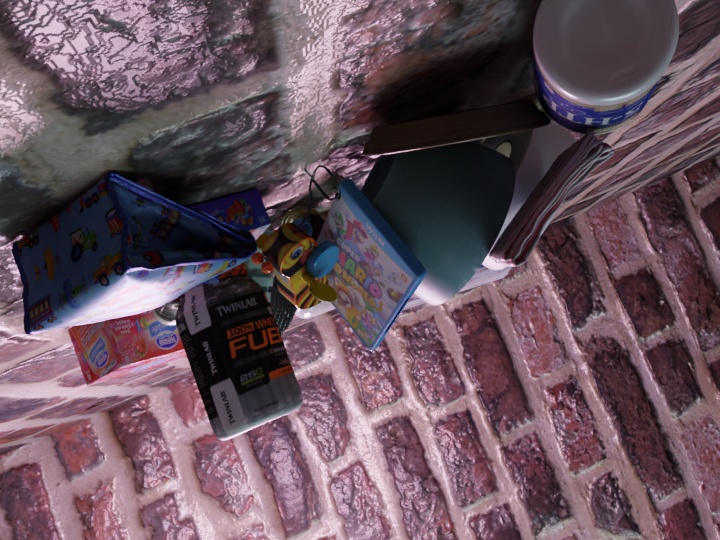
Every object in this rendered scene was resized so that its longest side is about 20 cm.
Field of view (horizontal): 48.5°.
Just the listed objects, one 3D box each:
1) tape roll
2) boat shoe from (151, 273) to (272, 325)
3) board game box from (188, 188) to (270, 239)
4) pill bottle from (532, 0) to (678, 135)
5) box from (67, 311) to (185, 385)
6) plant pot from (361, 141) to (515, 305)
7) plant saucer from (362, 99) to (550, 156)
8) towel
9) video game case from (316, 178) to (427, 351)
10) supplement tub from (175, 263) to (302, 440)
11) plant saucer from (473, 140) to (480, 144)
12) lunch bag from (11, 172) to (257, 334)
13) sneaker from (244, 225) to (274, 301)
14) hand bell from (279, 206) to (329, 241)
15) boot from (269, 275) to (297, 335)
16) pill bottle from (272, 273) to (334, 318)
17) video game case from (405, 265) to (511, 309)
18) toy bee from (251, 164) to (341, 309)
[{"bbox_3d":[0.190,-0.106,1.028,0.205,0.070,0.203,-58,-168,20],"label":"tape roll"},{"bbox_3d":[-0.204,0.015,1.152,0.199,0.073,0.060,-26,166,-30],"label":"boat shoe"},{"bbox_3d":[-0.203,-0.026,0.959,0.132,0.046,0.200,-19,172,-29],"label":"board game box"},{"bbox_3d":[0.220,-0.193,0.746,0.118,0.122,0.200,-23,173,11],"label":"pill bottle"},{"bbox_3d":[-0.344,0.103,1.269,0.101,0.097,0.199,-25,173,31],"label":"box"},{"bbox_3d":[0.074,-0.080,0.965,0.133,0.204,0.200,27,154,-16],"label":"plant pot"},{"bbox_3d":[0.096,-0.149,0.828,0.195,0.030,0.200,-10,-169,2],"label":"plant saucer"},{"bbox_3d":[0.190,-0.065,0.832,0.147,0.030,0.200,-54,177,4],"label":"towel"},{"bbox_3d":[0.000,0.000,0.976,0.018,0.144,0.201,-31,164,-30],"label":"video game case"},{"bbox_3d":[-0.158,0.098,1.008,0.120,0.204,0.123,-22,173,-3],"label":"supplement tub"},{"bbox_3d":[0.131,-0.165,1.109,0.069,0.019,0.200,-23,172,3],"label":"plant saucer"},{"bbox_3d":[-0.205,-0.003,0.780,0.149,0.096,0.198,-26,161,28],"label":"lunch bag"},{"bbox_3d":[-0.134,0.046,1.104,0.073,0.117,0.204,-1,118,-53],"label":"sneaker"},{"bbox_3d":[-0.017,-0.072,1.147,0.103,0.106,0.199,-28,-176,42],"label":"hand bell"},{"bbox_3d":[-0.096,0.018,1.230,0.201,0.067,0.131,-55,175,31],"label":"boot"},{"bbox_3d":[-0.083,0.020,1.408,0.197,0.117,0.114,-19,173,-26],"label":"pill bottle"},{"bbox_3d":[0.144,0.003,1.258,0.196,0.046,0.181,-18,170,-4],"label":"video game case"},{"bbox_3d":[-0.087,-0.020,0.960,0.108,0.203,0.130,-35,-142,-30],"label":"toy bee"}]
